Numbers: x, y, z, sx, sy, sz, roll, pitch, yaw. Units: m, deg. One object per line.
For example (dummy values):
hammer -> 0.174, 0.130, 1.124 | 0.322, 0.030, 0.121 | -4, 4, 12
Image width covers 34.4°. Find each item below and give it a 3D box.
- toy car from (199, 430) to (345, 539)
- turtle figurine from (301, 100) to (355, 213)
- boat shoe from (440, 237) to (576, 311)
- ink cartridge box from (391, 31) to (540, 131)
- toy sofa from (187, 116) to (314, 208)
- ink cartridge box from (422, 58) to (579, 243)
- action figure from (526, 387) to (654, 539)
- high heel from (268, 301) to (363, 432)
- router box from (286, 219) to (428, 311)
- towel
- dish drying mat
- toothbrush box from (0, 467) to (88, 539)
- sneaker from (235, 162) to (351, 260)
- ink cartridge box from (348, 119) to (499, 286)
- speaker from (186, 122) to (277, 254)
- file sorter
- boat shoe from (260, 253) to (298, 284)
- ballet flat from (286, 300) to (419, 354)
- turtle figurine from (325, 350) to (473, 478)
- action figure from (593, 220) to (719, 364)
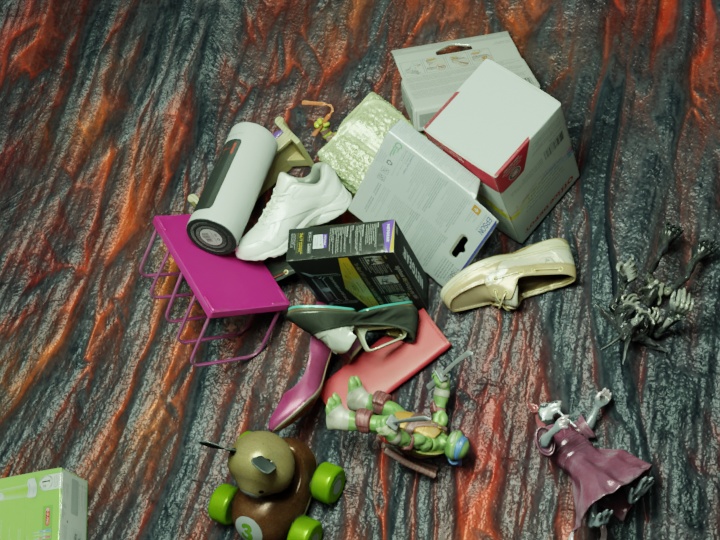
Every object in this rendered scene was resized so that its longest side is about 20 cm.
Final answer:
toy car -> -0.139, 0.283, 1.576 | 0.163, 0.200, 0.159 | 16, 71, 25
turtle figurine -> -0.019, -0.178, 1.829 | 0.198, 0.064, 0.163 | 21, 82, 5
boat shoe -> 0.212, 0.019, 1.656 | 0.198, 0.074, 0.070 | -22, 56, 7
ink cartridge box -> 0.160, -0.296, 1.810 | 0.198, 0.045, 0.177 | -10, 41, -5
toy sofa -> -0.181, -0.154, 1.865 | 0.200, 0.083, 0.098 | -42, 61, -4
ink cartridge box -> 0.207, -0.168, 1.675 | 0.144, 0.200, 0.145 | 37, 80, 31
action figure -> 0.287, 0.246, 1.531 | 0.200, 0.133, 0.150 | 43, 127, 42
high heel -> -0.085, 0.137, 1.663 | 0.096, 0.067, 0.200 | 41, 70, 7
router box -> 0.000, 0.000, 1.663 | 0.155, 0.200, 0.053 | -4, 64, 16
towel -> 0.047, -0.162, 1.775 | 0.199, 0.036, 0.149 | 38, 84, 2
dish drying mat -> 0.033, 0.142, 1.691 | 0.199, 0.018, 0.077 | -37, 59, -2
toothbrush box -> -0.510, 0.386, 1.718 | 0.198, 0.086, 0.147 | -12, 63, 12
sneaker -> -0.114, -0.094, 1.731 | 0.199, 0.100, 0.078 | -37, 29, -17
ink cartridge box -> 0.094, -0.090, 1.662 | 0.200, 0.200, 0.041 | 40, 54, 6
speaker -> -0.188, -0.125, 1.735 | 0.080, 0.082, 0.201 | 5, 52, 20
file sorter -> -0.228, 0.029, 1.748 | 0.201, 0.138, 0.126 | 54, 131, 32
boat shoe -> -0.058, -0.020, 1.772 | 0.199, 0.074, 0.064 | -14, 84, 7
ballet flat -> -0.006, 0.081, 1.645 | 0.198, 0.068, 0.069 | -2, 76, -18
turtle figurine -> 0.057, 0.175, 1.576 | 0.192, 0.201, 0.145 | 10, 57, 25
action figure -> 0.395, 0.027, 1.577 | 0.118, 0.102, 0.201 | 31, 76, 16
